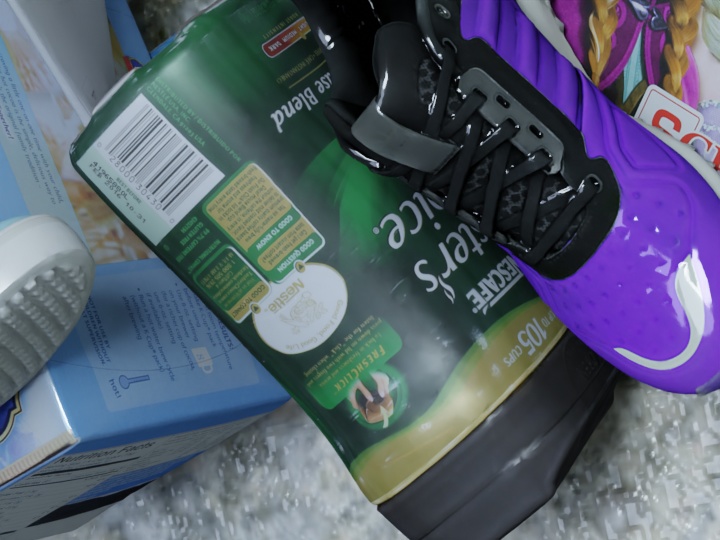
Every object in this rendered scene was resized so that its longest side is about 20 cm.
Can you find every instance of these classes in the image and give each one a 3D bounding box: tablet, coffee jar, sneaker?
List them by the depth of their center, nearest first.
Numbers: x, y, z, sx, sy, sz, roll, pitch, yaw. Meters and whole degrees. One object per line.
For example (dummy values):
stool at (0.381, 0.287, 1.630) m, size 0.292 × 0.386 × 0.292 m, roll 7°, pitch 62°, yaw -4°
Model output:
sneaker at (0.039, -0.038, 0.737) m, size 0.201 × 0.099 × 0.070 m, roll 53°, pitch 124°, yaw 19°
sneaker at (-0.170, 0.029, 0.788) m, size 0.200 × 0.074 × 0.082 m, roll -40°, pitch 77°, yaw 28°
tablet at (-0.120, -0.141, 0.802) m, size 0.014 × 0.200 × 0.131 m, roll -15°, pitch 61°, yaw 5°
coffee jar at (0.000, 0.000, 0.821) m, size 0.085 × 0.104 × 0.200 m, roll -41°, pitch 92°, yaw 28°

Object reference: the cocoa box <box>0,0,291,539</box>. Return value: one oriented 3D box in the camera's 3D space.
cocoa box at (-0.141, -0.009, 0.889) m, size 0.131 × 0.133 × 0.201 m, roll -30°, pitch 77°, yaw 32°

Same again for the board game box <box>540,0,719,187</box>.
board game box at (0.128, -0.094, 0.756) m, size 0.200 × 0.041 × 0.201 m, roll 35°, pitch 113°, yaw 28°

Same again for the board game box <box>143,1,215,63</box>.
board game box at (-0.086, 0.001, 0.955) m, size 0.199 × 0.034 × 0.135 m, roll -32°, pitch 75°, yaw 33°
